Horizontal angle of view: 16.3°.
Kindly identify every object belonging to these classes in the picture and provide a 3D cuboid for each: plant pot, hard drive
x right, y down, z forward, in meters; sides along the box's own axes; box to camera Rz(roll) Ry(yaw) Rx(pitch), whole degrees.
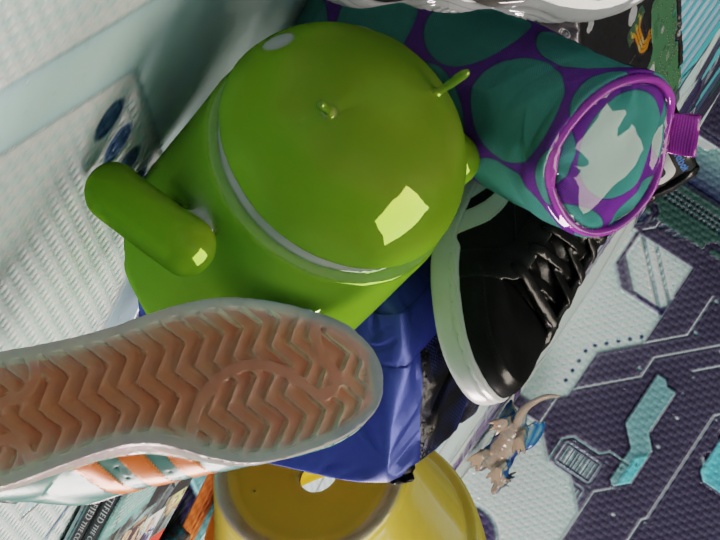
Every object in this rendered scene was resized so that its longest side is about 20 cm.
[{"bbox_3d":[-0.018,0.177,1.708,0.201,0.200,0.189,-53,155,-21],"label":"plant pot"},{"bbox_3d":[0.144,-0.130,1.461,0.140,0.038,0.201,-57,153,-31],"label":"hard drive"}]

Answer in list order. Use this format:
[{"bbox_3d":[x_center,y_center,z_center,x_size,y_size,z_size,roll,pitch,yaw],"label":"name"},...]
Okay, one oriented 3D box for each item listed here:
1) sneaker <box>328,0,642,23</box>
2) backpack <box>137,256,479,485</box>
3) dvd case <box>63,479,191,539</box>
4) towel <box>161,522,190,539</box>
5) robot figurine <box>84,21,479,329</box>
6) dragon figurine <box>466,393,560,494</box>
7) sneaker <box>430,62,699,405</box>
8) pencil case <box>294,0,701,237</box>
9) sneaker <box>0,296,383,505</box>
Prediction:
[{"bbox_3d":[0.068,-0.164,1.059,0.199,0.076,0.114,-3,153,-21],"label":"sneaker"},{"bbox_3d":[0.000,0.000,1.279,0.200,0.162,0.169,-36,138,-59],"label":"backpack"},{"bbox_3d":[-0.135,0.140,1.474,0.201,0.022,0.146,-60,170,21],"label":"dvd case"},{"bbox_3d":[-0.177,0.273,1.688,0.200,0.022,0.147,-53,170,-24],"label":"towel"},{"bbox_3d":[-0.029,-0.029,1.092,0.175,0.116,0.200,-18,163,-36],"label":"robot figurine"},{"bbox_3d":[0.192,0.205,3.157,0.201,0.059,0.099,-61,169,27],"label":"dragon figurine"},{"bbox_3d":[0.103,-0.030,1.205,0.111,0.073,0.201,-15,-139,29],"label":"sneaker"},{"bbox_3d":[0.058,-0.089,1.181,0.092,0.200,0.086,-10,120,-37],"label":"pencil case"},{"bbox_3d":[-0.092,0.057,1.057,0.080,0.199,0.072,121,-38,-76],"label":"sneaker"}]
